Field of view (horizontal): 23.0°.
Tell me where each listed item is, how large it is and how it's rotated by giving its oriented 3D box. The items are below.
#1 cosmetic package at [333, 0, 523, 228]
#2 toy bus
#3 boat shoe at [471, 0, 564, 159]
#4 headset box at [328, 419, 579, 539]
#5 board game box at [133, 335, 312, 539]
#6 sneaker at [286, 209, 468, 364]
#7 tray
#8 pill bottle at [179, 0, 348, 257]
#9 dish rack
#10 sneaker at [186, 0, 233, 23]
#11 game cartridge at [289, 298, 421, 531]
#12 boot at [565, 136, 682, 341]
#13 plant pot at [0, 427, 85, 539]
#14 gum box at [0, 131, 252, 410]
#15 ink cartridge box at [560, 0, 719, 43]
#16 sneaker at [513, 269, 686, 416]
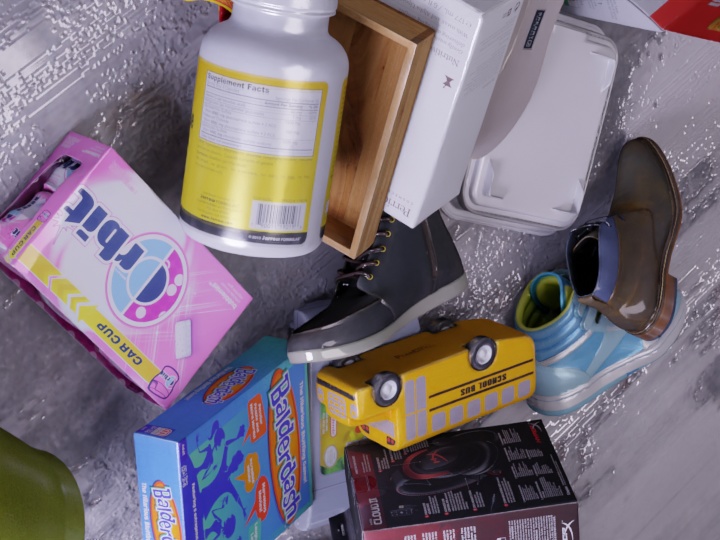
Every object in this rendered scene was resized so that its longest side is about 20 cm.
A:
[{"bbox_3d":[0.043,-0.150,1.400,0.081,0.112,0.201,-36,149,-50],"label":"cosmetic package"},{"bbox_3d":[0.058,0.096,1.528,0.199,0.065,0.079,-18,116,-34],"label":"toy bus"},{"bbox_3d":[0.108,-0.203,1.513,0.074,0.092,0.202,1,118,-52],"label":"boat shoe"},{"bbox_3d":[0.072,0.201,1.480,0.198,0.149,0.076,-8,113,-4],"label":"headset box"},{"bbox_3d":[-0.105,0.161,1.421,0.200,0.045,0.154,-38,131,-56],"label":"board game box"},{"bbox_3d":[0.000,0.000,1.467,0.199,0.074,0.107,-30,106,-42],"label":"sneaker"},{"bbox_3d":[-0.014,-0.118,1.379,0.037,0.098,0.201,-40,153,-48],"label":"tray"},{"bbox_3d":[-0.069,-0.119,1.307,0.111,0.112,0.202,-3,109,-37],"label":"pill bottle"},{"bbox_3d":[0.160,-0.133,1.596,0.170,0.043,0.202,9,97,-39],"label":"dish rack"},{"bbox_3d":[-0.069,-0.214,1.387,0.199,0.073,0.077,22,123,-44],"label":"sneaker"},{"bbox_3d":[-0.002,0.119,1.552,0.132,0.040,0.202,-14,112,-38],"label":"game cartridge"},{"bbox_3d":[0.241,-0.043,1.633,0.096,0.074,0.202,19,61,-37],"label":"boot"},{"bbox_3d":[-0.304,0.179,1.248,0.192,0.199,0.202,21,90,-52],"label":"plant pot"},{"bbox_3d":[-0.187,-0.002,1.346,0.114,0.066,0.200,-52,128,-14],"label":"gum box"},{"bbox_3d":[0.287,-0.273,1.549,0.161,0.199,0.050,-40,124,-22],"label":"ink cartridge box"},{"bbox_3d":[0.227,0.036,1.677,0.199,0.079,0.132,-35,124,-26],"label":"sneaker"}]
